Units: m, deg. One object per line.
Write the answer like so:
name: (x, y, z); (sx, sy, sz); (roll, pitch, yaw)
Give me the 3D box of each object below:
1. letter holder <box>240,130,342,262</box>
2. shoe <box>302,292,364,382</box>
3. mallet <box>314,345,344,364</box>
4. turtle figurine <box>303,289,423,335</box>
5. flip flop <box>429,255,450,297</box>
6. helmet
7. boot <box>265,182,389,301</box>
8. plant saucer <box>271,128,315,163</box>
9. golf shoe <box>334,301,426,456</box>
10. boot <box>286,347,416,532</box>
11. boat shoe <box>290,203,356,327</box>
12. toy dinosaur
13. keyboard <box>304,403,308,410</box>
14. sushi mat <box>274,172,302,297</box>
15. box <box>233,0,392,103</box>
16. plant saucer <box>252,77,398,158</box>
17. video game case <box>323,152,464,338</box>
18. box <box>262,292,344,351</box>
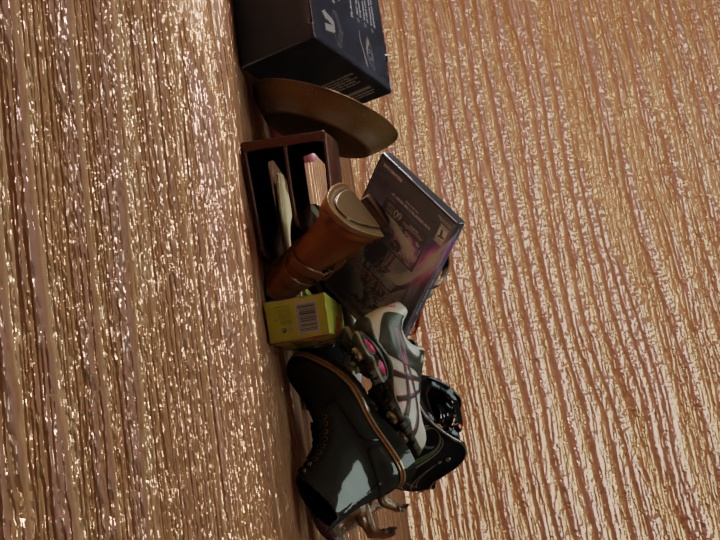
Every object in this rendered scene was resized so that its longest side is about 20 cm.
letter holder: (-0.073, -0.086, 1.633); (0.200, 0.100, 0.143); (-33, 115, -86)
shoe: (-0.013, 0.077, 1.870); (0.072, 0.091, 0.201); (-50, -131, 40)
mallet: (-0.036, 0.168, 1.730); (0.066, 0.041, 0.201); (70, 9, -51)
turtle figurine: (0.000, 0.000, 1.817); (0.064, 0.160, 0.201); (86, -4, -78)
flip flop: (0.084, -0.011, 1.704); (0.200, 0.057, 0.081); (42, 26, -83)
helmet: (0.090, 0.301, 2.440); (0.200, 0.191, 0.200); (35, 29, -23)
boot: (-0.049, -0.022, 1.525); (0.074, 0.155, 0.200); (54, 10, 9)
plant saucer: (-0.107, -0.252, 1.951); (0.201, 0.051, 0.202); (-9, 90, -86)
golf shoe: (0.048, 0.132, 1.588); (0.077, 0.088, 0.201); (27, -33, 51)
boot: (-0.046, 0.190, 1.545); (0.200, 0.138, 0.078); (44, -42, 19)
boat shoe: (-0.029, 0.004, 1.758); (0.075, 0.075, 0.203); (-41, -119, 45)
toy dinosaur: (-0.021, 0.262, 1.609); (0.136, 0.086, 0.200); (46, 39, -11)
keyboard: (-0.060, 0.160, 1.798); (0.200, 0.021, 0.128); (-39, 113, -85)
sushi mat: (-0.094, -0.024, 1.822); (0.096, 0.012, 0.201); (75, 6, -61)
box: (-0.066, -0.333, 1.764); (0.200, 0.117, 0.198); (26, 51, -56)
plant saucer: (-0.051, -0.188, 1.744); (0.200, 0.199, 0.036); (66, 41, -76)
video game case: (0.036, -0.019, 1.614); (0.143, 0.019, 0.201); (46, -55, 32)
box: (-0.062, 0.062, 1.594); (0.200, 0.075, 0.050); (61, 19, -82)
